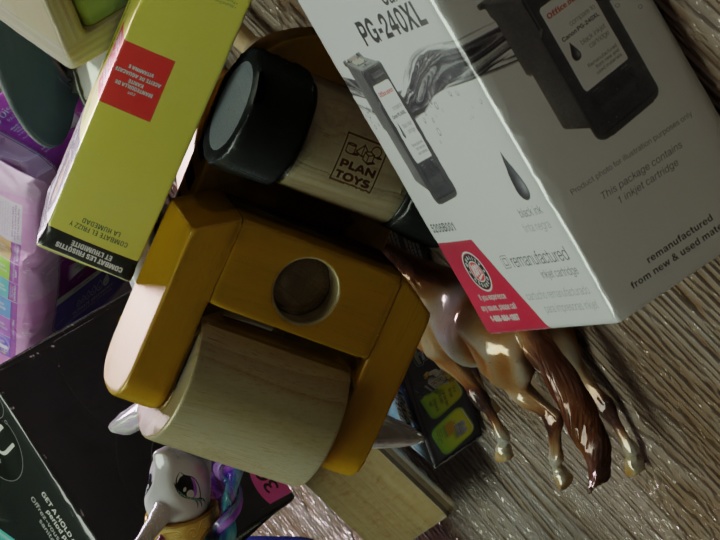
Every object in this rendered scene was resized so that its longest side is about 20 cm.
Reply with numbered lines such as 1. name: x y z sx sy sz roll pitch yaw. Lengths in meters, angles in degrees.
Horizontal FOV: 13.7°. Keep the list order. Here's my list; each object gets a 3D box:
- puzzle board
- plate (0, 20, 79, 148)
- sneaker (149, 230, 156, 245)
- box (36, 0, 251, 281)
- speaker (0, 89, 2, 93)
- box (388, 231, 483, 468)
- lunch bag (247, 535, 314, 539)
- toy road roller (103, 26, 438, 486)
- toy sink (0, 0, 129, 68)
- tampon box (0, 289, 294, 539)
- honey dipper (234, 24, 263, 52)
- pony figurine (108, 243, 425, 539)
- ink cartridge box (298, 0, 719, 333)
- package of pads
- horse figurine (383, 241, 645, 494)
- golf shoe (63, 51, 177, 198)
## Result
1. puzzle board: -0.037 0.076 1.682 0.200 0.017 0.151 44 161 0
2. plate: -0.179 -0.169 1.664 0.200 0.025 0.202 -9 -90 -80
3. sneaker: -0.158 -0.007 1.948 0.200 0.078 0.100 51 159 18
4. box: -0.088 -0.101 1.369 0.050 0.201 0.075 22 -159 -9
5. speaker: -0.272 -0.156 1.986 0.081 0.081 0.200 54 163 10
6. box: 0.000 0.000 1.573 0.110 0.035 0.201 39 156 46
7. lunch bag: -0.027 0.257 1.758 0.199 0.171 0.124 19 149 13
8. toy road roller: -0.039 -0.015 1.404 0.122 0.201 0.146 20 -171 -20
9. toy sink: -0.137 -0.219 1.401 0.112 0.130 0.201 35 151 52
10. tampon box: -0.158 0.129 1.709 0.150 0.126 0.200 55 144 6
11. honey dipper: -0.106 -0.160 1.583 0.200 0.038 0.038 45 160 30
12. pony figurine: -0.072 0.045 1.524 0.166 0.193 0.201 0 98 25
13. ink cartridge box: 0.055 -0.082 1.178 0.201 0.083 0.145 59 164 -7
14. package of pads: -0.189 -0.025 1.827 0.075 0.120 0.201 28 135 21
15. horse figurine: 0.064 0.042 1.437 0.200 0.050 0.133 22 146 60
16. golf shoe: -0.087 -0.076 1.651 0.088 0.077 0.201 -8 119 52
